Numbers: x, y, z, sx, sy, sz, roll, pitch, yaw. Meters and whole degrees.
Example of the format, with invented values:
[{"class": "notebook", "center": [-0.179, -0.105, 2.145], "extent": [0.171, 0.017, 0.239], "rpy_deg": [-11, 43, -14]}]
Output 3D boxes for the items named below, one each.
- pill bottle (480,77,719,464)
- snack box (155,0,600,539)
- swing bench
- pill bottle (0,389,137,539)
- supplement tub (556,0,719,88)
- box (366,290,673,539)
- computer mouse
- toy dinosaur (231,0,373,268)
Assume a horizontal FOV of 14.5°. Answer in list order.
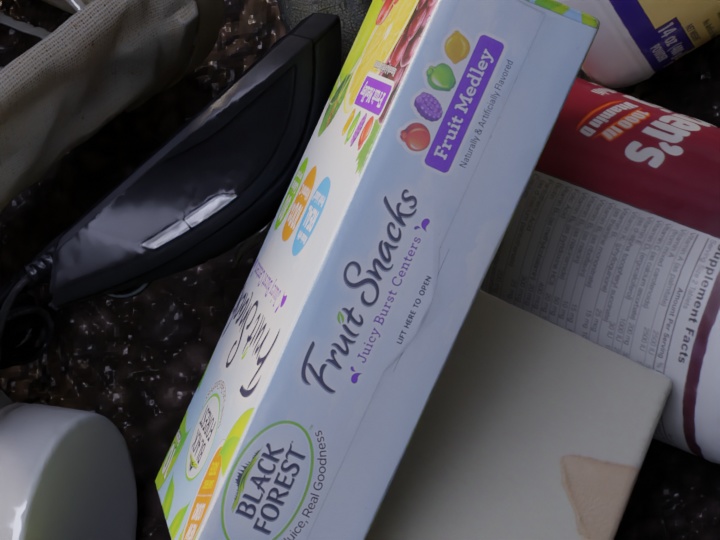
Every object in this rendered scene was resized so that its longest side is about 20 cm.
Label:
[{"class": "pill bottle", "center": [0.113, 0.004, 0.980], "extent": [0.200, 0.110, 0.110], "rpy_deg": [22, 81, 25]}, {"class": "snack box", "center": [0.000, 0.000, 0.893], "extent": [0.053, 0.142, 0.200], "rpy_deg": [24, 94, -8]}, {"class": "swing bench", "center": [-0.188, -0.081, 1.074], "extent": [0.200, 0.130, 0.199], "rpy_deg": [37, 60, 24]}, {"class": "pill bottle", "center": [-0.193, 0.089, 1.066], "extent": [0.200, 0.113, 0.113], "rpy_deg": [5, 75, 22]}, {"class": "supplement tub", "center": [0.136, -0.173, 1.011], "extent": [0.200, 0.145, 0.146], "rpy_deg": [-31, 65, 9]}, {"class": "box", "center": [0.025, 0.115, 0.907], "extent": [0.078, 0.095, 0.200], "rpy_deg": [24, 57, 2]}, {"class": "computer mouse", "center": [-0.071, -0.016, 1.020], "extent": [0.200, 0.140, 0.046], "rpy_deg": [-41, 94, 7]}, {"class": "toy dinosaur", "center": [0.001, -0.093, 1.043], "extent": [0.077, 0.200, 0.102], "rpy_deg": [9, 38, 12]}]
